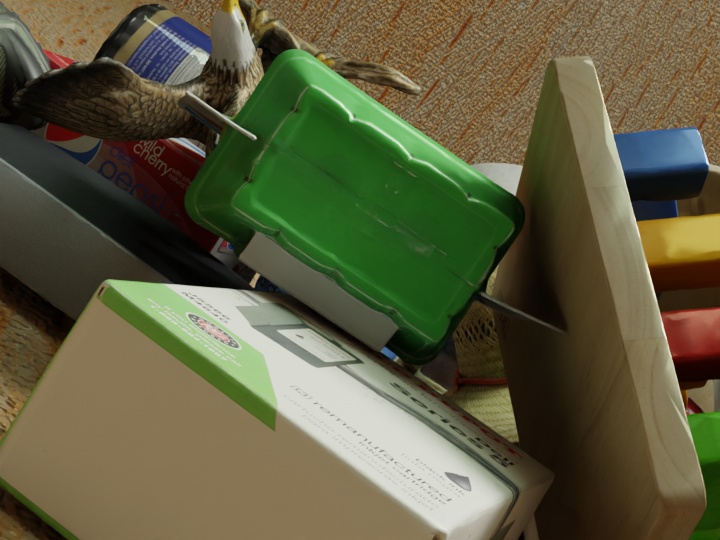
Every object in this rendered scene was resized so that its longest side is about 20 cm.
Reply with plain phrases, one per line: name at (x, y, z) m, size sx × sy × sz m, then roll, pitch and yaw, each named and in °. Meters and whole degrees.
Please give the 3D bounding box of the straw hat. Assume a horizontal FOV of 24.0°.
straw hat at (0.091, 0.032, 0.917) m, size 0.201 × 0.200 × 0.085 m, roll -38°, pitch 112°, yaw -81°

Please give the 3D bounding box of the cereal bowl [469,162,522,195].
cereal bowl at (0.126, 0.010, 1.382) m, size 0.199 × 0.083 × 0.200 m, roll 20°, pitch -36°, yaw 15°

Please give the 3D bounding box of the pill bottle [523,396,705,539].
pill bottle at (0.148, 0.119, 0.935) m, size 0.112 × 0.113 × 0.200 m, roll 33°, pitch 8°, yaw 3°

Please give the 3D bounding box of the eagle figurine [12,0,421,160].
eagle figurine at (-0.085, -0.088, 0.960) m, size 0.200 × 0.151 × 0.151 m, roll -49°, pitch 122°, yaw -45°

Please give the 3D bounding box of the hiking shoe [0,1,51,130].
hiking shoe at (-0.278, -0.137, 1.014) m, size 0.200 × 0.076 × 0.101 m, roll 36°, pitch 41°, yaw -4°

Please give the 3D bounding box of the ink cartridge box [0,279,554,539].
ink cartridge box at (-0.022, 0.077, 0.641) m, size 0.145 × 0.084 × 0.200 m, roll 35°, pitch 8°, yaw 14°

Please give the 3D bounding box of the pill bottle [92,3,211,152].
pill bottle at (-0.107, -0.107, 1.293) m, size 0.200 × 0.112 × 0.112 m, roll 34°, pitch 8°, yaw 7°

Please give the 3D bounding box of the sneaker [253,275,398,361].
sneaker at (0.001, 0.001, 1.071) m, size 0.077 × 0.111 × 0.200 m, roll 35°, pitch 9°, yaw 22°

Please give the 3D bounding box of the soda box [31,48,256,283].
soda box at (-0.144, -0.065, 1.087) m, size 0.200 × 0.064 × 0.070 m, roll 37°, pitch 10°, yaw 24°

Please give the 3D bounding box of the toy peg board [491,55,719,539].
toy peg board at (0.131, 0.044, 0.725) m, size 0.097 × 0.200 × 0.200 m, roll -5°, pitch 60°, yaw -7°

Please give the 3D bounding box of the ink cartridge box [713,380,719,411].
ink cartridge box at (0.220, 0.072, 0.923) m, size 0.050 × 0.201 × 0.162 m, roll -8°, pitch 31°, yaw 8°

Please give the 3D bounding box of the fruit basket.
fruit basket at (-0.009, -0.023, 0.774) m, size 0.185 × 0.094 × 0.200 m, roll 34°, pitch -7°, yaw -9°

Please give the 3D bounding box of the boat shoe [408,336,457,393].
boat shoe at (0.073, 0.059, 1.153) m, size 0.072 × 0.066 × 0.201 m, roll 32°, pitch 8°, yaw 1°

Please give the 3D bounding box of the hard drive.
hard drive at (-0.136, -0.014, 0.840) m, size 0.200 × 0.042 × 0.135 m, roll 35°, pitch 9°, yaw 14°

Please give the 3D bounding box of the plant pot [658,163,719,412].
plant pot at (0.199, 0.058, 1.138) m, size 0.200 × 0.200 × 0.184 m, roll 44°, pitch -19°, yaw 55°
